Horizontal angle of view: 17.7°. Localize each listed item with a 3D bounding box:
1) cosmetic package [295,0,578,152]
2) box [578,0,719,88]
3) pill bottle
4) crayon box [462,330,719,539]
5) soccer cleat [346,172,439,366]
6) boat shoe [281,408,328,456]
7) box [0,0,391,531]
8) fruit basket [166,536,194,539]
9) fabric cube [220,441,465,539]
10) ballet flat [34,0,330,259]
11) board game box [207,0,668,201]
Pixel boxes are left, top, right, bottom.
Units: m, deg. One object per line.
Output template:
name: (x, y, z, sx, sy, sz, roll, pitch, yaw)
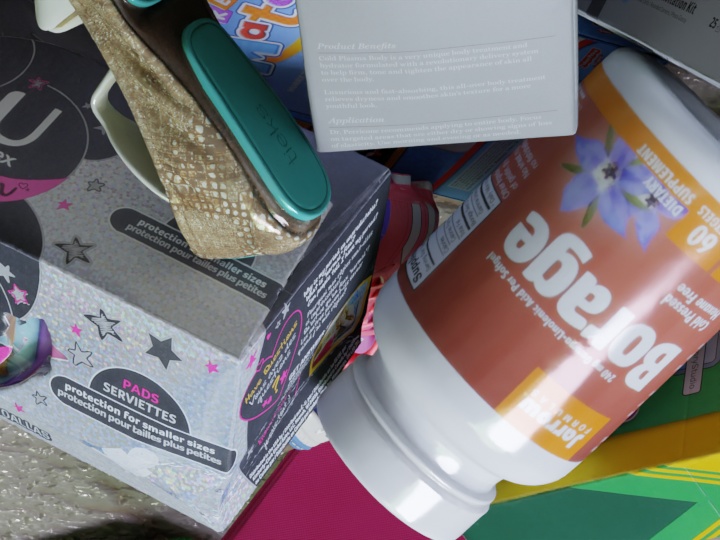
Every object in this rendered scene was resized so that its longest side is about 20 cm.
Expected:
cosmetic package: (0.025, -0.137, 0.819, 0.106, 0.091, 0.201, -2, 140, 2)
box: (0.172, -0.071, 0.866, 0.155, 0.041, 0.200, 24, -170, -19)
pill bottle: (0.078, 0.015, 0.952, 0.200, 0.112, 0.112, -46, 135, 14)
crayon box: (0.140, 0.032, 1.041, 0.171, 0.201, 0.058, -15, 130, 30)
soccer cleat: (0.000, 0.000, 1.073, 0.066, 0.077, 0.200, 9, 172, 3)
boat shoe: (-0.084, 0.017, 1.097, 0.072, 0.072, 0.201, -24, 116, 15)
box: (-0.108, -0.008, 0.959, 0.199, 0.132, 0.115, 25, 138, 15)
fruit basket: (-0.139, 0.252, 1.608, 0.184, 0.095, 0.200, -16, 151, 31)
fabric cube: (0.022, 0.194, 1.279, 0.199, 0.200, 0.196, 34, 159, 9)
ballet flat: (-0.086, -0.089, 0.863, 0.065, 0.201, 0.070, -26, -176, 31)
board game box: (0.010, -0.092, 0.994, 0.198, 0.037, 0.151, 12, 151, -22)
